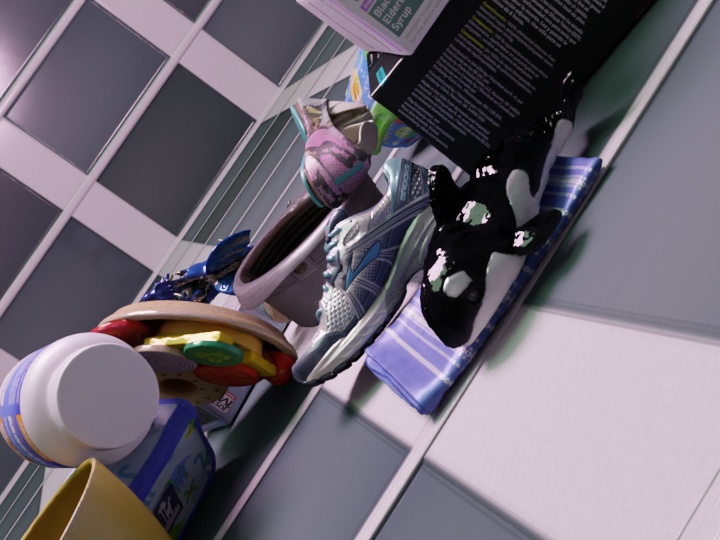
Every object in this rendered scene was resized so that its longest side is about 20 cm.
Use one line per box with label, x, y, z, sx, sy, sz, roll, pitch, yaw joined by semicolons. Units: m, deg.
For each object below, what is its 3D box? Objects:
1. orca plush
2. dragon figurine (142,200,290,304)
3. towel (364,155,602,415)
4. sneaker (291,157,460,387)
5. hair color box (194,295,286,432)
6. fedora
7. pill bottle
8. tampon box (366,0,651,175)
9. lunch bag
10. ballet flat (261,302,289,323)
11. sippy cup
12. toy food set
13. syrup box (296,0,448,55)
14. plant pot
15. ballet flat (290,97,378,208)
orca plush;0.081;-0.052;0.679;0.201;0.071;0.105;-56;17;-10
dragon figurine;-0.129;-0.004;1.069;0.199;0.059;0.099;-31;8;-21
towel;0.078;0.001;0.733;0.200;0.024;0.145;-55;15;-1
sneaker;0.000;0.000;0.838;0.200;0.086;0.078;-53;-4;-6
hair color box;-0.137;0.079;1.195;0.201;0.061;0.099;-61;15;-24
fedora;-0.026;-0.022;0.989;0.200;0.090;0.177;-45;17;10
pill bottle;-0.240;0.113;0.904;0.112;0.112;0.200;-60;18;-22
tampon box;0.115;-0.198;0.857;0.200;0.126;0.150;-49;16;19
lunch bag;-0.225;0.224;1.012;0.200;0.127;0.171;-52;10;54
ballet flat;-0.049;-0.032;1.154;0.062;0.067;0.201;-23;33;47
sippy cup;0.047;-0.200;1.113;0.177;0.140;0.130;-19;-19;-30
toy food set;-0.159;0.080;1.002;0.199;0.198;0.049;-6;65;27
syrup box;0.012;-0.222;0.820;0.079;0.081;0.200;-55;16;5
plant pot;-0.198;0.264;0.792;0.200;0.142;0.200;-50;14;17
ballet flat;-0.019;-0.112;0.920;0.071;0.069;0.200;-27;24;6
